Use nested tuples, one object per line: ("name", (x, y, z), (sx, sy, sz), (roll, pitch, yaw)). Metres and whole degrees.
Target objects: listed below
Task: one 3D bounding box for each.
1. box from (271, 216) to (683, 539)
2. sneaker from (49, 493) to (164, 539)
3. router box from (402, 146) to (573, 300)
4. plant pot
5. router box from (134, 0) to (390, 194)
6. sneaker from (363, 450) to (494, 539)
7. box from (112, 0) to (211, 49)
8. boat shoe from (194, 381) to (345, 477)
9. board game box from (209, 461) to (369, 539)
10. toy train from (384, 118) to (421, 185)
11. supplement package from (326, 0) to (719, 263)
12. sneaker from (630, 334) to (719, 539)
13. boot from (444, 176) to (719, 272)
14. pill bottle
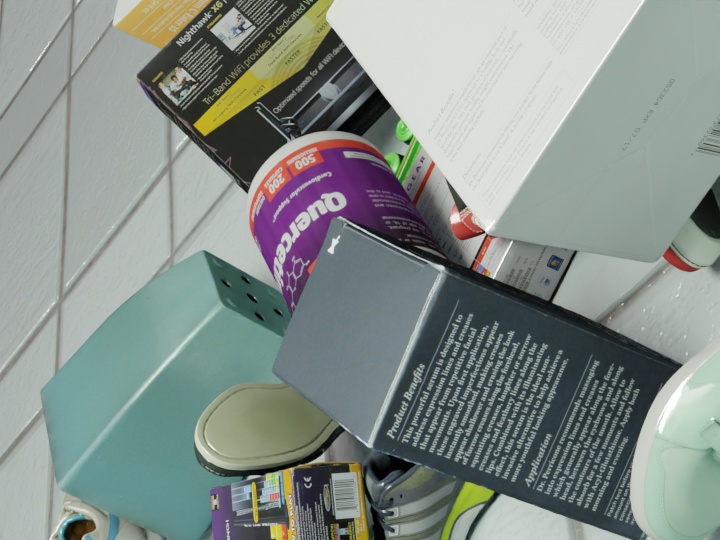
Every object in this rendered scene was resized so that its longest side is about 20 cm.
("box", (0.074, 0.062, 1.084), (0.108, 0.199, 0.148), (-66, 27, 3))
("sneaker", (-0.241, 0.230, 1.669), (0.200, 0.080, 0.077), (28, 97, 64))
("router box", (0.111, -0.087, 1.287), (0.201, 0.049, 0.179), (-64, 28, 10))
("plant pot", (-0.150, 0.095, 1.540), (0.200, 0.141, 0.142), (-51, 31, 17))
("router box", (-0.055, -0.165, 1.472), (0.200, 0.052, 0.157), (-44, 72, -5))
("sneaker", (0.030, 0.161, 1.223), (0.201, 0.080, 0.074), (-66, 27, 9))
("box", (-0.095, -0.237, 1.602), (0.124, 0.199, 0.098), (-31, 44, 50))
("boat shoe", (-0.062, 0.117, 1.339), (0.066, 0.074, 0.199), (-57, -13, 31))
("board game box", (-0.044, 0.238, 1.244), (0.165, 0.056, 0.202), (154, 112, -62))
("toy train", (0.062, -0.119, 1.413), (0.056, 0.042, 0.201), (26, 94, 52))
("supplement package", (0.120, -0.146, 1.028), (0.192, 0.146, 0.200), (-56, 47, 26))
("sneaker", (0.216, 0.081, 0.944), (0.201, 0.073, 0.118), (-57, 23, 16))
("boot", (0.131, -0.041, 1.148), (0.144, 0.072, 0.201), (-48, 51, 20))
("pill bottle", (0.000, 0.000, 1.263), (0.113, 0.112, 0.200), (-56, 39, 23))
